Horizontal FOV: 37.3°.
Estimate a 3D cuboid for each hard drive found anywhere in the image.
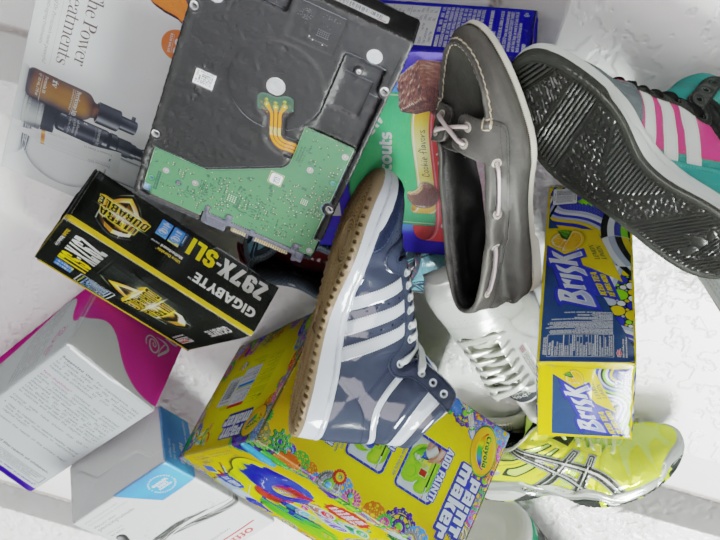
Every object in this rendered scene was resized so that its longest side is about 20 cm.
[{"bbox_3d":[-0.061,-0.107,0.709,0.139,0.038,0.200,23,129,-4],"label":"hard drive"}]

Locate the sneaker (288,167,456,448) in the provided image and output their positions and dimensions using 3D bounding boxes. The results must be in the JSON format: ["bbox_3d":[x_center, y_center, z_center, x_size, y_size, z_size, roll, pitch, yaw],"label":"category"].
[{"bbox_3d":[0.025,0.034,0.758,0.108,0.070,0.201,14,102,-12],"label":"sneaker"}]

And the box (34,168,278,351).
[{"bbox_3d":[-0.169,0.000,0.849,0.159,0.049,0.200,35,161,-15],"label":"box"}]

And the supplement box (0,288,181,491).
[{"bbox_3d":[-0.271,0.105,0.988,0.103,0.101,0.200,42,126,-20],"label":"supplement box"}]

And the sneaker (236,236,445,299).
[{"bbox_3d":[0.000,0.000,0.842,0.199,0.096,0.080,7,130,8],"label":"sneaker"}]

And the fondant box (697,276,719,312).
[{"bbox_3d":[0.343,-0.041,0.711,0.144,0.058,0.200,2,137,-29],"label":"fondant box"}]

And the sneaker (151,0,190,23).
[{"bbox_3d":[-0.067,-0.220,0.691,0.199,0.078,0.113,0,119,28],"label":"sneaker"}]

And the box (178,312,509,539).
[{"bbox_3d":[-0.019,0.148,0.900,0.192,0.122,0.200,34,155,-14],"label":"box"}]

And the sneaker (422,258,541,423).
[{"bbox_3d":[0.111,0.054,0.822,0.076,0.081,0.200,-10,152,32],"label":"sneaker"}]

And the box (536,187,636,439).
[{"bbox_3d":[0.160,0.023,0.753,0.064,0.200,0.070,2,128,12],"label":"box"}]

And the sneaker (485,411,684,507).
[{"bbox_3d":[0.181,0.158,0.938,0.199,0.076,0.077,-10,126,19],"label":"sneaker"}]

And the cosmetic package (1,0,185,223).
[{"bbox_3d":[-0.178,-0.135,0.809,0.150,0.052,0.200,22,130,-7],"label":"cosmetic package"}]

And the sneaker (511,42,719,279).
[{"bbox_3d":[0.189,-0.099,0.702,0.200,0.121,0.084,40,139,-11],"label":"sneaker"}]

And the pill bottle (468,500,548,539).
[{"bbox_3d":[0.162,0.327,1.051,0.113,0.113,0.200,-22,120,28],"label":"pill bottle"}]

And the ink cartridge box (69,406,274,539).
[{"bbox_3d":[-0.165,0.222,1.023,0.116,0.067,0.200,-35,134,15],"label":"ink cartridge box"}]

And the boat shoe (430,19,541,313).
[{"bbox_3d":[0.075,-0.057,0.688,0.057,0.067,0.201,-27,124,-19],"label":"boat shoe"}]

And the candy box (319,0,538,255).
[{"bbox_3d":[0.020,-0.102,0.768,0.199,0.077,0.170,6,129,10],"label":"candy box"}]
